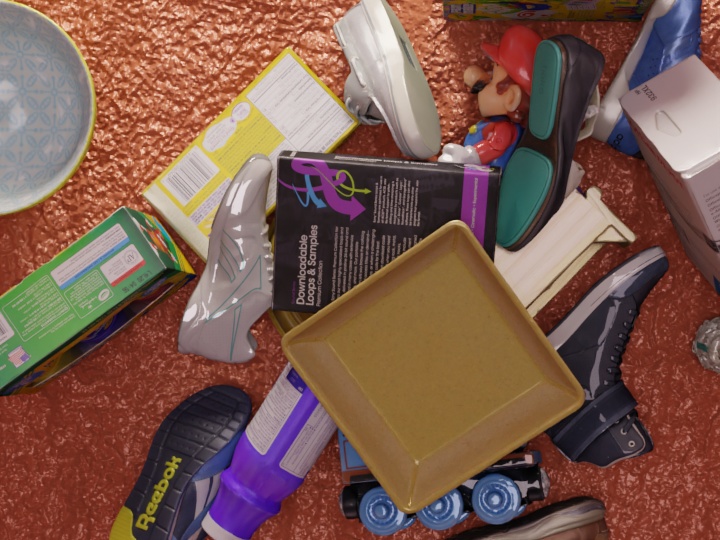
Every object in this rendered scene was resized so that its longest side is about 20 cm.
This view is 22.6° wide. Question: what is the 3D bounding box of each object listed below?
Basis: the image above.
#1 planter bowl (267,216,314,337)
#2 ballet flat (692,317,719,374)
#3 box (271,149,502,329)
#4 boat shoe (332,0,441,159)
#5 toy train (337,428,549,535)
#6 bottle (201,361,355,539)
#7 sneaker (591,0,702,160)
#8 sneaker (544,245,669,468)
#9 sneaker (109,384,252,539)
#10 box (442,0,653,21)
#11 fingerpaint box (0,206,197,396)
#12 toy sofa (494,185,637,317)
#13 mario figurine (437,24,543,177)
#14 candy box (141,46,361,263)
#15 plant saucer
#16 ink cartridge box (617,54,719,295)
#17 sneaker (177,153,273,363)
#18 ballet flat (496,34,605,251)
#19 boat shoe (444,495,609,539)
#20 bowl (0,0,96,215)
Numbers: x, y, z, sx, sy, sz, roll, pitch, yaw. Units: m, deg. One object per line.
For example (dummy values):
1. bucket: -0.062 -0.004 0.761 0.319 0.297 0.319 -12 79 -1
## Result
1. planter bowl: 0.000 0.000 1.682 0.199 0.083 0.202 0 89 4
2. ballet flat: 0.409 0.071 1.666 0.198 0.072 0.072 -5 89 3
3. box: 0.022 -0.028 1.603 0.198 0.036 0.144 5 107 4
4. boat shoe: 0.020 -0.168 1.659 0.071 0.070 0.202 -30 49 16
5. toy train: 0.073 0.180 1.668 0.198 0.087 0.115 -8 86 12
6. bottle: -0.075 0.164 1.661 0.065 0.084 0.201 30 96 -20
7. sneaker: 0.303 -0.190 1.667 0.111 0.077 0.201 29 92 6
8. sneaker: 0.243 0.089 1.662 0.202 0.077 0.146 -46 76 12
9. sneaker: -0.164 0.200 1.702 0.074 0.082 0.201 23 72 28
10. box: 0.167 -0.296 1.616 0.191 0.200 0.123 0 89 3
11. fingerpaint box: -0.260 0.033 1.656 0.199 0.167 0.074 -36 86 2
12. toy sofa: 0.154 0.004 1.670 0.098 0.083 0.200 45 90 5
13. mario figurine: 0.112 -0.131 1.657 0.105 0.123 0.201 12 106 -22
14. candy box: -0.104 -0.106 1.718 0.200 0.026 0.102 -44 91 2
15. plant saucer: 0.064 0.081 1.586 0.199 0.048 0.200 -34 100 14
16. ink cartridge box: 0.319 -0.067 1.587 0.083 0.145 0.200 -30 127 2
17. sneaker: -0.107 -0.009 1.676 0.080 0.070 0.202 18 101 3
18. ballet flat: 0.173 -0.109 1.590 0.073 0.073 0.201 14 110 4
19. boat shoe: 0.139 0.271 1.677 0.199 0.076 0.072 -18 90 5
20. bowl: -0.337 -0.147 1.692 0.198 0.108 0.202 0 89 4
